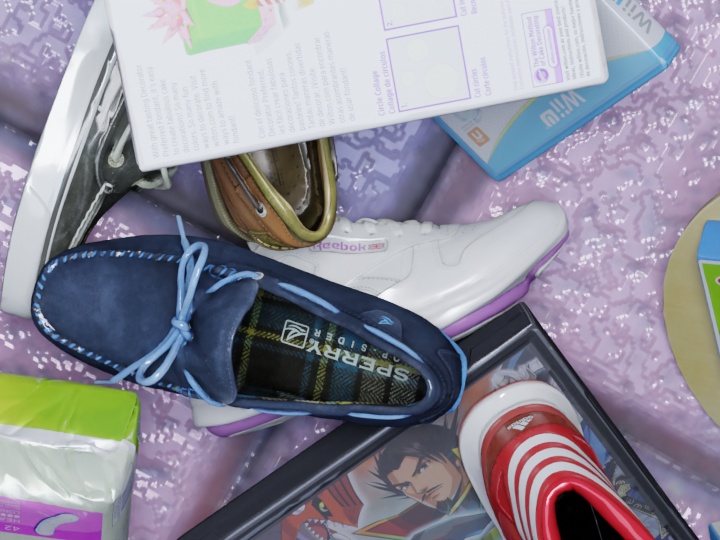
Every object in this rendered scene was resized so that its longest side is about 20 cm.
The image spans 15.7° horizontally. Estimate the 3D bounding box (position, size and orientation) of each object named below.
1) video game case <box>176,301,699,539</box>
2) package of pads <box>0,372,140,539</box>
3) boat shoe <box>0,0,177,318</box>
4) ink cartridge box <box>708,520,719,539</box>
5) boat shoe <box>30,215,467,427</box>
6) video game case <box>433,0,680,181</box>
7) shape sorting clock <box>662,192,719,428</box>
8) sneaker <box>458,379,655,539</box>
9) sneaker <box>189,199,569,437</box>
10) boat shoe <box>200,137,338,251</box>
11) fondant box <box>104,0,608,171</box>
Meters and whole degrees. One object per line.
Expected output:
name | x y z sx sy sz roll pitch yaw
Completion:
video game case | 0.043 0.135 1.238 0.199 0.026 0.181 -35 121 6
package of pads | -0.204 0.103 1.200 0.198 0.155 0.069 9 59 -2
boat shoe | -0.111 -0.065 1.203 0.063 0.071 0.201 21 99 -4
ink cartridge box | 0.224 0.224 1.244 0.067 0.116 0.201 -12 103 -1
boat shoe | -0.051 0.022 1.153 0.198 0.069 0.085 6 95 7
video game case | 0.032 -0.137 1.167 0.200 0.143 0.018 44 55 -9
shape sorting clock | 0.234 0.034 1.200 0.199 0.039 0.201 19 138 18
sneaker | 0.109 0.154 1.184 0.078 0.116 0.200 -32 122 3
sneaker | 0.000 0.000 1.216 0.199 0.075 0.100 -24 86 -3
boat shoe | -0.051 -0.106 1.150 0.072 0.068 0.201 -26 105 -18
fondant box | -0.008 -0.132 1.078 0.198 0.058 0.145 -11 101 -1
